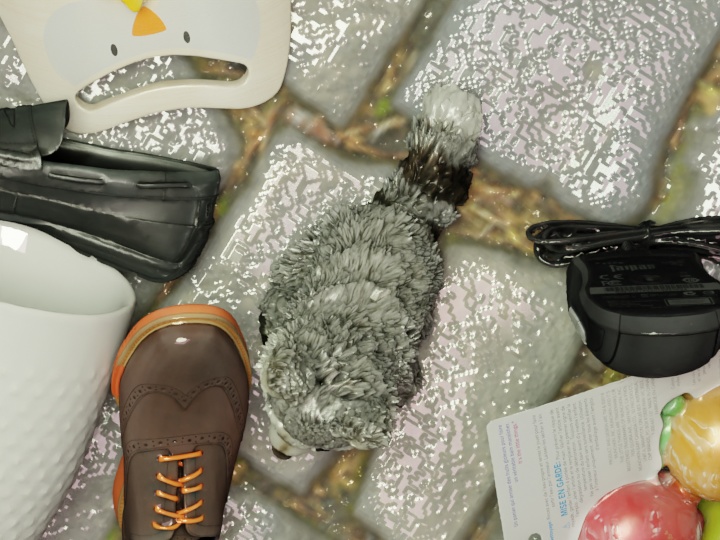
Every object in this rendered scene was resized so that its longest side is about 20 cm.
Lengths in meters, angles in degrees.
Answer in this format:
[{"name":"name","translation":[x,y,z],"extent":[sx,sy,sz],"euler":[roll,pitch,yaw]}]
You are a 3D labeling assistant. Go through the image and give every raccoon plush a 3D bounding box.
[{"name":"raccoon plush","translation":[0.000,0.000,1.212],"extent":[0.096,0.134,0.201],"euler":[13,98,-1]}]

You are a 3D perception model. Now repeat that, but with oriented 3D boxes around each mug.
[{"name":"mug","translation":[-0.227,0.071,1.198],"extent":[0.199,0.147,0.176],"euler":[5,110,-45]}]

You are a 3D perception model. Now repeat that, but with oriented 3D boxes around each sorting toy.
[{"name":"sorting toy","translation":[-0.113,-0.161,1.224],"extent":[0.199,0.107,0.181],"euler":[-10,117,1]}]

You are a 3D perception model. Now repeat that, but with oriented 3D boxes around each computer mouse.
[{"name":"computer mouse","translation":[0.166,0.015,1.191],"extent":[0.139,0.200,0.046],"euler":[-3,105,-7]}]

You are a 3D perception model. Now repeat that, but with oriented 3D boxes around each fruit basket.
[{"name":"fruit basket","translation":[0.165,0.114,1.229],"extent":[0.199,0.094,0.186],"euler":[-15,126,-4]}]

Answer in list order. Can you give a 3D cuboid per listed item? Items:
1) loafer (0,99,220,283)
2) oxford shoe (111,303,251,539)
[{"name":"loafer","translation":[-0.169,-0.058,1.236],"extent":[0.199,0.068,0.071],"euler":[20,105,-10]},{"name":"oxford shoe","translation":[-0.087,0.095,1.202],"extent":[0.071,0.073,0.201],"euler":[-4,140,-9]}]
